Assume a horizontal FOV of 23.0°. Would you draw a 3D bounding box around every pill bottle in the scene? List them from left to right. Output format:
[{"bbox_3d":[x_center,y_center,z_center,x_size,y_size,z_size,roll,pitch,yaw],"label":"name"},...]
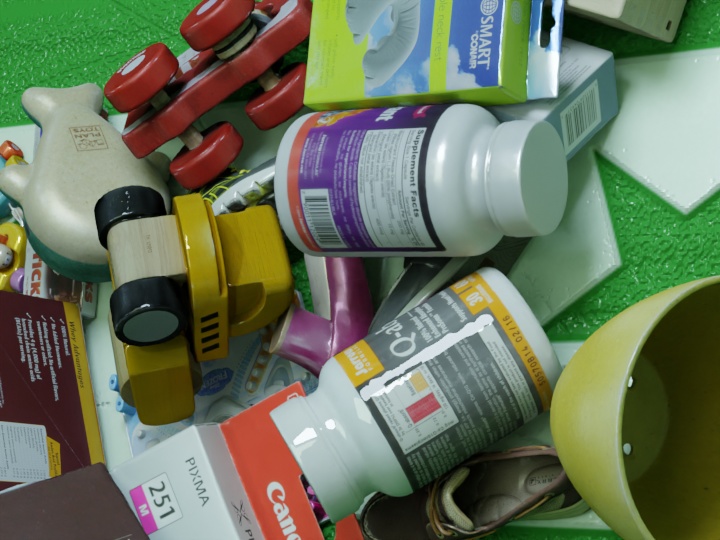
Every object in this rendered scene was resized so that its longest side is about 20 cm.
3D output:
[{"bbox_3d":[0.041,0.093,1.296,0.199,0.117,0.117,-30,59,-6],"label":"pill bottle"},{"bbox_3d":[0.046,-0.065,1.302,0.199,0.111,0.112,0,76,31],"label":"pill bottle"}]

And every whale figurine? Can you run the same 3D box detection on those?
[{"bbox_3d":[-0.246,-0.075,1.568,0.104,0.158,0.201,111,142,-48],"label":"whale figurine"}]

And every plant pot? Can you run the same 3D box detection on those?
[{"bbox_3d":[0.210,0.103,1.197,0.142,0.199,0.201,-2,73,61],"label":"plant pot"}]

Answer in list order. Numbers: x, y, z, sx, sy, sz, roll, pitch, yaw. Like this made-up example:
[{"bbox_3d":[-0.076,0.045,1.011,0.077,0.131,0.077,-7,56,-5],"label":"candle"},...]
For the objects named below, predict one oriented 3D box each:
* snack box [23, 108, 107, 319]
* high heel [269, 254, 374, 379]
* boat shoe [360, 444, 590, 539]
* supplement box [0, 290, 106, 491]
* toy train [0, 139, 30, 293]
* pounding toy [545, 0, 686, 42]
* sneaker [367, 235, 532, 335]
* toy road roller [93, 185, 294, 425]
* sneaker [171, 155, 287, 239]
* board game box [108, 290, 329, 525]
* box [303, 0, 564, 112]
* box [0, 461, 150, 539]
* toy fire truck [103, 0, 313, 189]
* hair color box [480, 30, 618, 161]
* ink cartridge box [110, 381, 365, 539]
[{"bbox_3d":[-0.272,-0.052,1.629,0.072,0.024,0.201,-8,72,30],"label":"snack box"},{"bbox_3d":[0.000,0.000,1.438,0.067,0.095,0.201,-45,24,58],"label":"high heel"},{"bbox_3d":[0.078,0.167,1.311,0.199,0.072,0.073,-15,72,27],"label":"boat shoe"},{"bbox_3d":[-0.336,0.127,1.497,0.132,0.200,0.198,-22,70,28],"label":"supplement box"},{"bbox_3d":[-0.375,-0.030,1.670,0.149,0.056,0.201,-8,72,30],"label":"toy train"},{"bbox_3d":[0.174,-0.294,1.370,0.199,0.142,0.185,22,98,33],"label":"pounding toy"},{"bbox_3d":[0.057,-0.017,1.389,0.200,0.075,0.106,-51,51,-1],"label":"sneaker"},{"bbox_3d":[-0.130,0.023,1.421,0.145,0.200,0.123,-9,57,-9],"label":"toy road roller"},{"bbox_3d":[-0.106,-0.060,1.479,0.200,0.074,0.085,-33,48,35],"label":"sneaker"},{"bbox_3d":[-0.114,0.140,1.471,0.199,0.026,0.201,-27,63,23],"label":"board game box"},{"bbox_3d":[0.054,-0.182,1.322,0.199,0.048,0.123,-2,78,34],"label":"box"},{"bbox_3d":[-0.239,0.293,1.386,0.200,0.165,0.165,52,141,33],"label":"box"},{"bbox_3d":[-0.123,-0.174,1.505,0.200,0.112,0.168,-36,22,12],"label":"toy fire truck"},{"bbox_3d":[0.091,-0.147,1.381,0.199,0.061,0.099,24,53,35],"label":"hair color box"},{"bbox_3d":[-0.088,0.213,1.395,0.173,0.043,0.201,-29,76,24],"label":"ink cartridge box"}]
